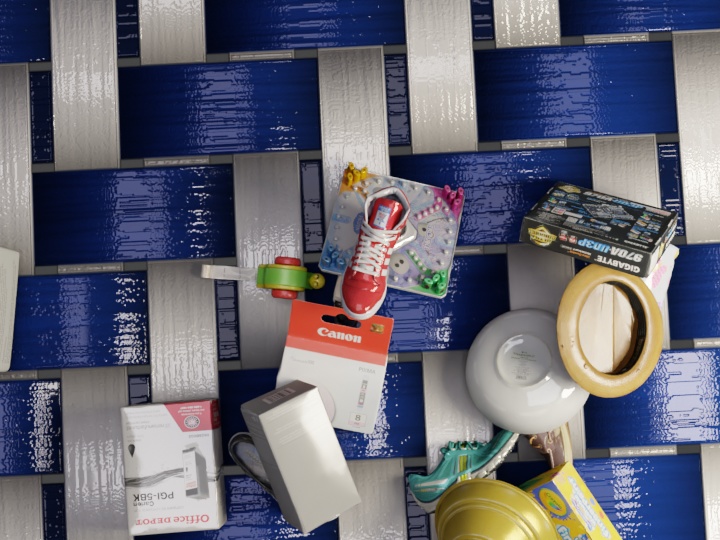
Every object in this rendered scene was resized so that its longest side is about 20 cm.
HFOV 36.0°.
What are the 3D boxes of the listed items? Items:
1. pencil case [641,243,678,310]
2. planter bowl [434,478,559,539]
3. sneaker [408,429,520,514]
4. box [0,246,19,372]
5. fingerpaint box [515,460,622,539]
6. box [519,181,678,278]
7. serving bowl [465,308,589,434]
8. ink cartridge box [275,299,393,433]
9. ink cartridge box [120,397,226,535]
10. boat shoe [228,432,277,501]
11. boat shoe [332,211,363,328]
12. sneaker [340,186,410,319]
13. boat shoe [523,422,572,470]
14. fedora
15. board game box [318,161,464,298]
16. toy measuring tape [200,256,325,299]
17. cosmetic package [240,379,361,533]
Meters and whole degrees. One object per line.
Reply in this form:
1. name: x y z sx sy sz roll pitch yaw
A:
1. pencil case: 0.437 0.046 1.737 0.091 0.083 0.200 15 87 -17
2. planter bowl: 0.188 0.414 1.640 0.200 0.083 0.201 11 117 23
3. sneaker: 0.164 0.297 1.730 0.200 0.078 0.080 -35 78 -2
4. box: -0.651 0.053 1.699 0.200 0.171 0.199 4 86 0
5. fingerpaint box: 0.298 0.415 1.682 0.167 0.073 0.200 -37 86 35
6. box: 0.362 -0.066 1.679 0.200 0.159 0.046 18 122 22
7. serving bowl: 0.256 0.147 1.707 0.200 0.066 0.200 -5 70 14
8. ink cartridge box: -0.043 0.152 1.700 0.162 0.057 0.200 11 127 1
9. ink cartridge box: -0.290 0.304 1.726 0.147 0.083 0.200 -5 86 -1
10. boat shoe: -0.124 0.323 1.731 0.200 0.066 0.070 41 88 3
11. boat shoe: 0.000 0.000 1.755 0.075 0.093 0.200 19 59 6
12. sneaker: 0.021 -0.033 1.624 0.071 0.113 0.200 16 58 2
13. boat shoe: 0.289 0.254 1.733 0.072 0.072 0.200 -4 82 3
14. fedora: 0.356 0.089 1.653 0.200 0.082 0.201 2 84 -23
15. board game box: 0.053 -0.067 1.730 0.200 0.026 0.200 13 59 1
16. toy measuring tape: -0.156 0.008 1.750 0.200 0.074 0.074 6 87 0
17. cosmetic package: -0.089 0.277 1.661 0.107 0.090 0.200 -23 104 -24
